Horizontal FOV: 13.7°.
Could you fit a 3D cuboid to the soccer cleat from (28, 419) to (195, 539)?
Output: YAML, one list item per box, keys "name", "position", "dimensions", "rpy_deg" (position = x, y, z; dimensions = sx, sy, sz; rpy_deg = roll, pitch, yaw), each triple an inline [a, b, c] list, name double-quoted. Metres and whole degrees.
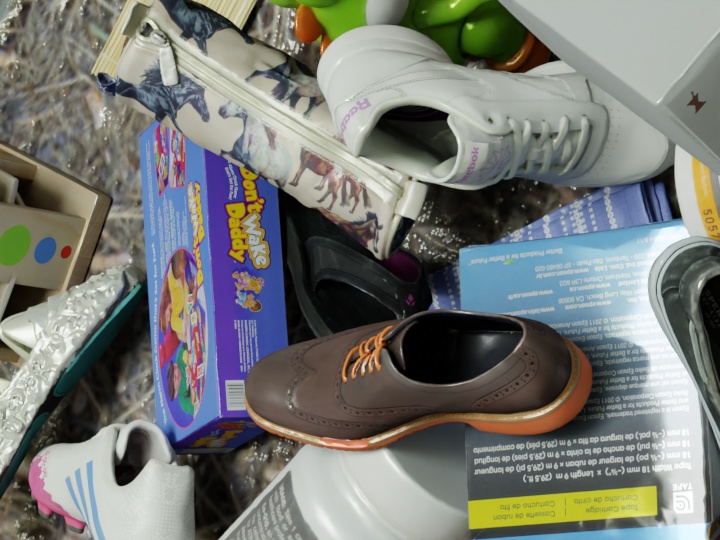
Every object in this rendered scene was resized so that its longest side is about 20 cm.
- name: "soccer cleat"
  position: [-0.142, 0.122, 1.782]
  dimensions: [0.200, 0.070, 0.086]
  rpy_deg: [30, 110, 62]

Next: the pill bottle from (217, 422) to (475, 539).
- name: "pill bottle"
  position: [-0.014, 0.162, 1.667]
  dimensions: [0.200, 0.113, 0.113]
  rpy_deg: [-48, 57, 29]

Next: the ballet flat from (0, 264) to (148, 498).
- name: "ballet flat"
  position: [-0.210, 0.069, 1.840]
  dimensions: [0.072, 0.072, 0.200]
  rpy_deg: [32, 86, 37]

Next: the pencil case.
- name: "pencil case"
  position: [-0.045, -0.084, 1.657]
  dimensions: [0.200, 0.089, 0.078]
  rpy_deg: [31, 101, 9]

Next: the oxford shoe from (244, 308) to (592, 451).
- name: "oxford shoe"
  position: [0.018, 0.047, 1.562]
  dimensions: [0.200, 0.073, 0.071]
  rpy_deg: [-7, 59, 28]

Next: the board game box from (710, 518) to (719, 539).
- name: "board game box"
  position: [0.133, 0.204, 1.611]
  dimensions: [0.200, 0.030, 0.096]
  rpy_deg: [-48, 57, 25]

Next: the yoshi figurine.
- name: "yoshi figurine"
  position: [0.025, -0.169, 1.638]
  dimensions: [0.112, 0.200, 0.112]
  rpy_deg: [-38, 61, 29]

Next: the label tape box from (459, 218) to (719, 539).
- name: "label tape box"
  position: [0.130, 0.081, 1.575]
  dimensions: [0.144, 0.063, 0.200]
  rpy_deg: [-7, 79, 32]

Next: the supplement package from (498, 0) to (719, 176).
- name: "supplement package"
  position: [0.158, -0.134, 1.460]
  dimensions: [0.117, 0.117, 0.200]
  rpy_deg: [-49, 40, 2]

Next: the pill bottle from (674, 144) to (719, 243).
- name: "pill bottle"
  position: [0.266, -0.056, 1.484]
  dimensions: [0.200, 0.116, 0.116]
  rpy_deg: [-10, 77, 38]

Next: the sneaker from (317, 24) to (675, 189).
- name: "sneaker"
  position: [0.076, -0.067, 1.578]
  dimensions: [0.100, 0.200, 0.075]
  rpy_deg: [-100, 22, -54]

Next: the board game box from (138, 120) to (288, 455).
- name: "board game box"
  position: [-0.087, -0.001, 1.760]
  dimensions: [0.134, 0.045, 0.200]
  rpy_deg: [147, 121, -67]

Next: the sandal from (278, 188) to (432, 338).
- name: "sandal"
  position: [-0.001, 0.000, 1.685]
  dimensions: [0.048, 0.075, 0.200]
  rpy_deg: [-66, 34, 29]

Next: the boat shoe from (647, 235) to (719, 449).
- name: "boat shoe"
  position: [0.206, 0.075, 1.480]
  dimensions: [0.072, 0.071, 0.200]
  rpy_deg: [-36, 104, 3]

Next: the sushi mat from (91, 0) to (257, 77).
- name: "sushi mat"
  position: [-0.094, -0.188, 1.854]
  dimensions: [0.096, 0.012, 0.200]
  rpy_deg: [38, 106, 37]

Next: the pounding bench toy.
- name: "pounding bench toy"
  position: [-0.295, -0.032, 1.899]
  dimensions: [0.200, 0.156, 0.124]
  rpy_deg: [27, 100, 38]

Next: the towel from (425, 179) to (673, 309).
- name: "towel"
  position: [0.103, 0.046, 1.663]
  dimensions: [0.200, 0.024, 0.145]
  rpy_deg: [-26, 70, 35]
